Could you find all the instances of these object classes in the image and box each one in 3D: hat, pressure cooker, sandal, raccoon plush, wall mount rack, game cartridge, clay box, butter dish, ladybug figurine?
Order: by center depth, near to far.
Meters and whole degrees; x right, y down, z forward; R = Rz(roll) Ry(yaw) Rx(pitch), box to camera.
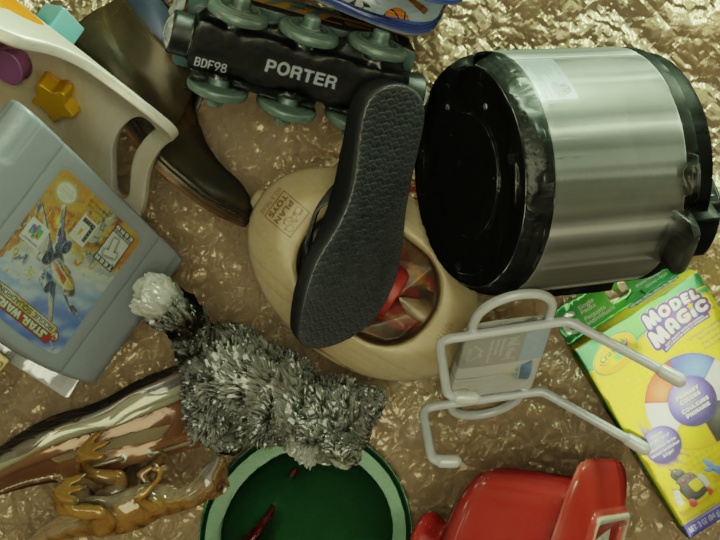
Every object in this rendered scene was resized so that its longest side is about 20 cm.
[{"bbox_3d":[-0.220,-0.009,1.136,0.134,0.041,0.200,-58,137,-14],"label":"game cartridge"},{"bbox_3d":[0.159,-0.073,1.165,0.198,0.178,0.178,-7,86,-26],"label":"pressure cooker"},{"bbox_3d":[-0.003,-0.040,1.168,0.075,0.043,0.202,11,101,-37],"label":"sandal"},{"bbox_3d":[-0.072,0.084,1.176,0.133,0.200,0.098,6,69,36],"label":"raccoon plush"},{"bbox_3d":[0.134,0.088,1.179,0.172,0.201,0.075,-7,61,-8],"label":"wall mount rack"},{"bbox_3d":[-0.053,0.224,1.193,0.165,0.176,0.200,41,93,-1],"label":"hat"},{"bbox_3d":[0.106,0.222,1.208,0.146,0.200,0.202,17,90,21],"label":"butter dish"},{"bbox_3d":[0.000,0.000,1.232,0.199,0.072,0.136,39,92,-3],"label":"ladybug figurine"},{"bbox_3d":[0.246,0.091,1.253,0.114,0.048,0.201,-32,94,2],"label":"clay box"}]

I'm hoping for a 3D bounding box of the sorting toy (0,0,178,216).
[{"bbox_3d":[-0.223,-0.111,1.163,0.179,0.107,0.200,31,137,-4],"label":"sorting toy"}]

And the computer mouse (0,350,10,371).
[{"bbox_3d":[-0.285,0.025,1.141,0.140,0.046,0.201,42,77,-41],"label":"computer mouse"}]

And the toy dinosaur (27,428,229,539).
[{"bbox_3d":[-0.195,0.180,1.198,0.198,0.061,0.107,-17,133,11],"label":"toy dinosaur"}]

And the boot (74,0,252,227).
[{"bbox_3d":[-0.136,-0.128,1.221,0.200,0.075,0.097,43,95,-1],"label":"boot"}]

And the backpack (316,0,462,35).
[{"bbox_3d":[0.017,-0.261,1.157,0.198,0.191,0.156,16,110,-2],"label":"backpack"}]

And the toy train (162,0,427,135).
[{"bbox_3d":[-0.049,-0.159,1.185,0.198,0.114,0.086,12,113,-14],"label":"toy train"}]

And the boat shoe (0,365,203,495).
[{"bbox_3d":[-0.205,0.141,1.240,0.198,0.076,0.072,-23,97,4],"label":"boat shoe"}]

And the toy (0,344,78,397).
[{"bbox_3d":[-0.276,-0.004,1.241,0.199,0.047,0.116,31,91,4],"label":"toy"}]
